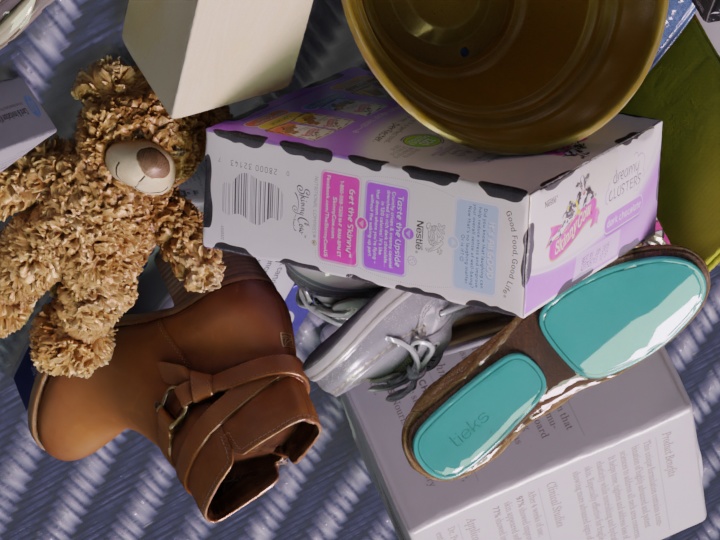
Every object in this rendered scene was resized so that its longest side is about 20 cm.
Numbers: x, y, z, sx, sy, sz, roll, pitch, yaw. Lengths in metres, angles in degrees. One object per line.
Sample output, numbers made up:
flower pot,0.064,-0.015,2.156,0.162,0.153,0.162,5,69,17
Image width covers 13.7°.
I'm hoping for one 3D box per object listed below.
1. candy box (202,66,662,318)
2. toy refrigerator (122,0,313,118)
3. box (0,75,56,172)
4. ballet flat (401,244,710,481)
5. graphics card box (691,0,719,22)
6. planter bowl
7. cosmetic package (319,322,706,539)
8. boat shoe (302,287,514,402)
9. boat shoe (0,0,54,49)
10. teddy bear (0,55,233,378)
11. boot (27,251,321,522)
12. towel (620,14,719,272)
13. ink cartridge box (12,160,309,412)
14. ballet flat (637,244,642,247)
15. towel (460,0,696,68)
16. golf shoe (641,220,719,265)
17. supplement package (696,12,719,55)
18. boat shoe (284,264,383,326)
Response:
candy box,0.041,-0.047,1.631,0.168,0.199,0.072,-27,124,-56
toy refrigerator,-0.065,-0.176,1.544,0.076,0.070,0.200,-18,148,-26
box,-0.267,-0.025,1.571,0.200,0.041,0.156,-34,-179,13
ballet flat,0.105,0.044,1.683,0.200,0.072,0.068,-39,105,6
graphics card box,0.200,-0.243,1.580,0.051,0.126,0.200,-12,145,-22
planter bowl,0.060,-0.157,1.601,0.200,0.201,0.083,-9,179,-25
cosmetic package,0.103,0.103,1.971,0.199,0.167,0.168,-23,148,-4
boat shoe,0.048,0.030,1.712,0.202,0.065,0.074,-25,167,-49
boat shoe,-0.173,-0.169,1.487,0.200,0.075,0.073,-30,120,22
teddy bear,-0.150,-0.023,1.667,0.200,0.145,0.067,-37,-169,24
boot,-0.110,0.086,1.725,0.073,0.155,0.200,11,132,-43
towel,0.177,-0.095,1.705,0.018,0.200,0.086,11,132,-42
ink cartridge box,-0.090,0.010,1.817,0.199,0.041,0.200,-4,142,-32
ballet flat,0.136,-0.019,1.879,0.199,0.068,0.068,17,163,-30
towel,0.102,-0.126,1.710,0.200,0.112,0.049,-50,180,33
golf shoe,0.180,-0.068,1.825,0.199,0.073,0.092,25,124,-27
supplement package,0.283,-0.117,1.773,0.111,0.156,0.200,-37,149,-9
boat shoe,-0.001,-0.001,1.757,0.072,0.070,0.201,-61,166,18
